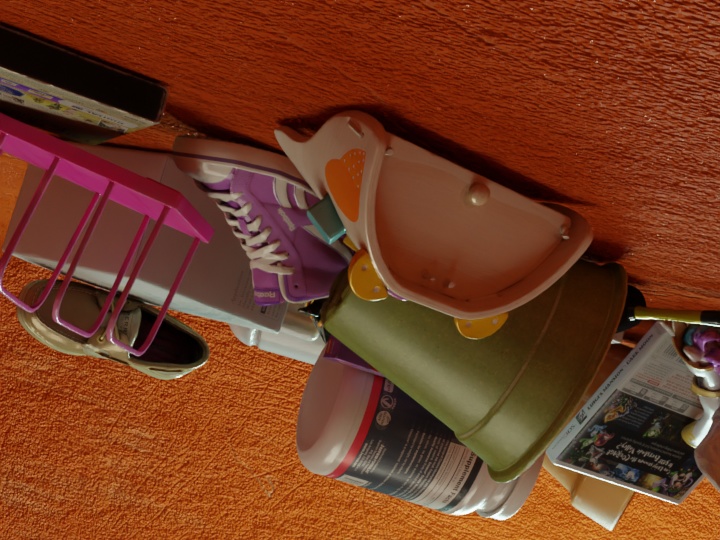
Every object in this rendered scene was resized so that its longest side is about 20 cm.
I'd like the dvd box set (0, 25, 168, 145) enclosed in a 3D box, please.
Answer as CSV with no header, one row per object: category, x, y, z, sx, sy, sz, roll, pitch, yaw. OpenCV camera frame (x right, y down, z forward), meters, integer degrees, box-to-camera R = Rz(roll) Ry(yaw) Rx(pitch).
dvd box set,-0.236,-0.134,1.208,0.146,0.029,0.200,19,172,-20

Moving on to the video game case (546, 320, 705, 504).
video game case,0.305,0.142,1.623,0.200,0.182,0.023,21,-155,-38

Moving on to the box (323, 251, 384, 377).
box,0.082,0.039,1.416,0.200,0.137,0.039,19,173,-17

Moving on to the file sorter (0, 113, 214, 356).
file sorter,-0.239,-0.030,1.275,0.200,0.125,0.139,24,173,8

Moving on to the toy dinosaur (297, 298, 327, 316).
toy dinosaur,0.000,0.000,1.527,0.200,0.102,0.077,13,176,-35

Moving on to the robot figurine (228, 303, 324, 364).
robot figurine,-0.078,0.050,2.003,0.200,0.113,0.170,16,-172,1

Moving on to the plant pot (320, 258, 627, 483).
plant pot,0.078,0.034,1.302,0.190,0.200,0.200,31,172,-7

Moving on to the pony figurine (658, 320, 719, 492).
pony figurine,0.355,0.136,1.498,0.193,0.167,0.200,41,168,36

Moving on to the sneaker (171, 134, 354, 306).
sneaker,-0.078,-0.033,1.315,0.200,0.114,0.073,24,172,-40

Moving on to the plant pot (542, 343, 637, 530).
plant pot,0.247,0.150,1.799,0.183,0.200,0.200,31,177,13

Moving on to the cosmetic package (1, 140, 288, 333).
cosmetic package,-0.193,-0.033,1.566,0.199,0.123,0.200,10,170,43

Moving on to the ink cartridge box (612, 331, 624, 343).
ink cartridge box,0.137,0.018,1.505,0.200,0.044,0.094,19,171,-17

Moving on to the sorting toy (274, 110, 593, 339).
sorting toy,0.023,-0.047,1.137,0.200,0.107,0.180,22,-169,-37

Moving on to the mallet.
mallet,0.280,0.037,1.356,0.200,0.041,0.066,3,-173,29

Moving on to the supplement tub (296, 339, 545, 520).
supplement tub,0.055,0.140,1.493,0.200,0.140,0.140,19,173,-16

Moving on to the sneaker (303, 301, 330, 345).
sneaker,-0.030,0.027,1.648,0.077,0.078,0.200,32,-166,-24

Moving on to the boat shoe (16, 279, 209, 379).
boat shoe,-0.232,0.053,1.582,0.200,0.074,0.066,19,161,-38
